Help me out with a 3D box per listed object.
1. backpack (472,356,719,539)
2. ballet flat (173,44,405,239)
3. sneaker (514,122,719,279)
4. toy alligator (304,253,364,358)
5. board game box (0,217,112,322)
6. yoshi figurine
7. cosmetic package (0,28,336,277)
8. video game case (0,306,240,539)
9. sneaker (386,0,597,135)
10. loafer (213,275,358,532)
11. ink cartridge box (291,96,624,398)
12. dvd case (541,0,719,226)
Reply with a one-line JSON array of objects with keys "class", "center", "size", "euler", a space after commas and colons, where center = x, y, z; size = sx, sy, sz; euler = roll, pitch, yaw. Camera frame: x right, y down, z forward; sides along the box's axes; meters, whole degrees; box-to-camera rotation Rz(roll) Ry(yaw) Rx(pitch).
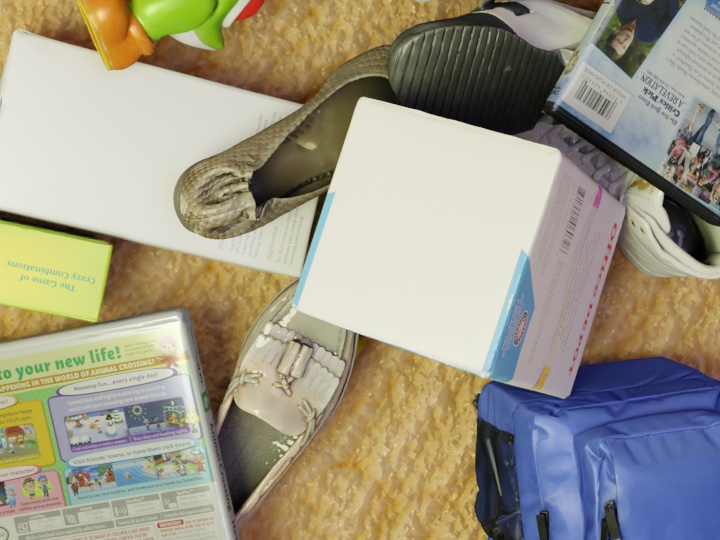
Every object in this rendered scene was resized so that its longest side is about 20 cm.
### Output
[{"class": "backpack", "center": [0.162, 0.174, 1.007], "size": [0.161, 0.168, 0.201], "euler": [-4, 101, -13]}, {"class": "ballet flat", "center": [-0.021, -0.075, 0.915], "size": [0.200, 0.046, 0.068], "euler": [-32, 112, -31]}, {"class": "sneaker", "center": [0.170, -0.073, 1.020], "size": [0.200, 0.116, 0.074], "euler": [44, 84, -11]}, {"class": "toy alligator", "center": [0.000, 0.000, 1.011], "size": [0.059, 0.054, 0.201], "euler": [34, 85, -14]}, {"class": "board game box", "center": [-0.252, -0.015, 0.921], "size": [0.199, 0.102, 0.048], "euler": [12, 90, -15]}, {"class": "yoshi figurine", "center": [-0.073, -0.198, 0.891], "size": [0.199, 0.112, 0.113], "euler": [-24, 91, -6]}, {"class": "cosmetic package", "center": [-0.126, -0.068, 0.959], "size": [0.199, 0.085, 0.108], "euler": [14, 89, -14]}, {"class": "video game case", "center": [-0.180, 0.128, 0.951], "size": [0.199, 0.022, 0.183], "euler": [-11, 97, 11]}, {"class": "sneaker", "center": [0.089, -0.132, 0.967], "size": [0.199, 0.089, 0.074], "euler": [-1, 126, -34]}, {"class": "loafer", "center": [-0.060, 0.096, 0.966], "size": [0.072, 0.063, 0.201], "euler": [28, 107, -4]}, {"class": "ink cartridge box", "center": [0.068, -0.006, 0.935], "size": [0.125, 0.200, 0.129], "euler": [17, 88, 22]}, {"class": "dvd case", "center": [0.215, -0.146, 0.948], "size": [0.142, 0.018, 0.201], "euler": [31, 89, -21]}]
